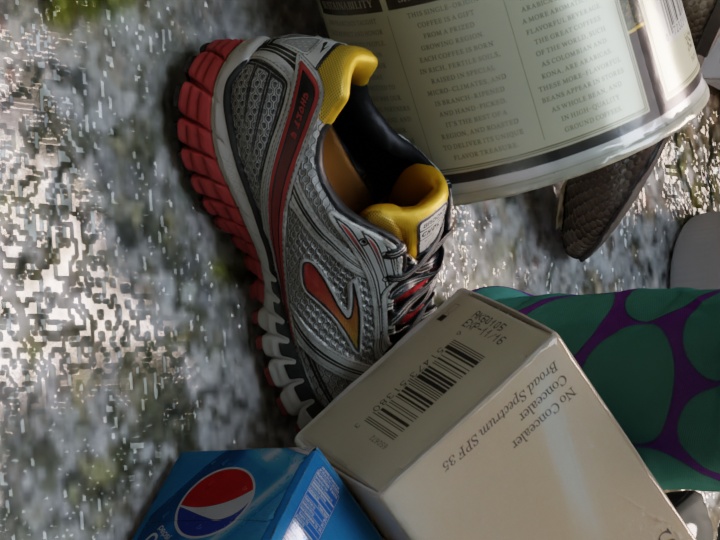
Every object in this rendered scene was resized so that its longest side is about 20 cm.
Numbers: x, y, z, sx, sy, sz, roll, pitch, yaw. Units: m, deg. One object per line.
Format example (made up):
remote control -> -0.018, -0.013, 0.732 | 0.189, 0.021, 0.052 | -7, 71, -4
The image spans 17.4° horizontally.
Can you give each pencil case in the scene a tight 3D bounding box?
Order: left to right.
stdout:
pencil case -> 0.114, 0.043, 0.965 | 0.085, 0.200, 0.092 | 52, 59, -23

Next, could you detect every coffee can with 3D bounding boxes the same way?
coffee can -> 0.045, -0.144, 0.947 | 0.146, 0.146, 0.200 | -38, 115, -51

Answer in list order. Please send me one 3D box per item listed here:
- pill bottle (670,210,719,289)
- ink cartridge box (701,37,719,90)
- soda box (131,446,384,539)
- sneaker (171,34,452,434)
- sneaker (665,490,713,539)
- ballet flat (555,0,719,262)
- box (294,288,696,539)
pill bottle -> 0.265, 0.004, 1.187 | 0.110, 0.200, 0.110 | 14, 73, -53
ink cartridge box -> 0.256, -0.186, 1.271 | 0.145, 0.084, 0.200 | 13, 84, -60
soda box -> -0.007, 0.155, 0.887 | 0.200, 0.068, 0.064 | 57, 45, -32
sneaker -> 0.000, 0.000, 0.913 | 0.078, 0.082, 0.200 | -55, 129, -45
sneaker -> 0.114, 0.178, 1.049 | 0.199, 0.076, 0.114 | -23, 97, -60
ballet flat -> 0.124, -0.081, 1.062 | 0.067, 0.046, 0.200 | -58, 172, -41
box -> 0.074, 0.115, 0.905 | 0.095, 0.078, 0.200 | -43, 117, -11
